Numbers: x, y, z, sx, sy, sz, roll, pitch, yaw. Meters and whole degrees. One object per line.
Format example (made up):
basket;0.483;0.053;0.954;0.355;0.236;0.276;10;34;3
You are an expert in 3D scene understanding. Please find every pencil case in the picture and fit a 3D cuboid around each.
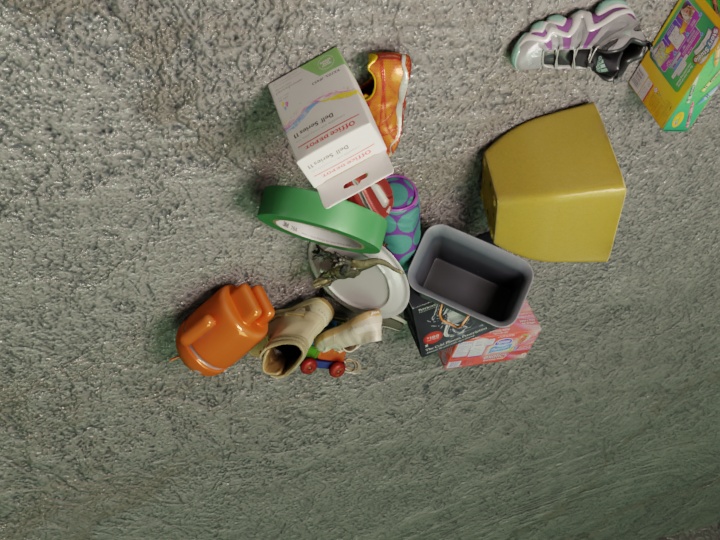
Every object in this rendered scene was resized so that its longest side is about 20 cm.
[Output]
pencil case;0.058;-0.069;1.629;0.085;0.092;0.201;-57;158;-31

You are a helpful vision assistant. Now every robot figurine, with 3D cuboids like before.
robot figurine;-0.239;0.105;1.666;0.199;0.144;0.117;-39;106;21

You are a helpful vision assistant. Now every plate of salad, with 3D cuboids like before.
plate of salad;0.000;0.000;1.643;0.048;0.199;0.201;-51;164;-38

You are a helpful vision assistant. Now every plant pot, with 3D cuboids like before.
plant pot;0.306;-0.135;1.602;0.197;0.197;0.195;-7;144;-1

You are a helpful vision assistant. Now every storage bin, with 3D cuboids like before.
storage bin;0.183;0.033;1.663;0.134;0.198;0.147;79;36;-75

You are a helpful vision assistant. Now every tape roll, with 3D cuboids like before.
tape roll;-0.058;-0.077;1.478;0.198;0.049;0.200;15;172;2

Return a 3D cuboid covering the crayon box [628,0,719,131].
crayon box;0.515;-0.332;1.506;0.058;0.120;0.201;-3;141;-25

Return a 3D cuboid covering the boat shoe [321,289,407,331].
boat shoe;0.003;0.083;1.794;0.200;0.072;0.061;22;95;-38

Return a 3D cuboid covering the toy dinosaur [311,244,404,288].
toy dinosaur;-0.026;-0.008;1.566;0.088;0.048;0.199;27;157;-37

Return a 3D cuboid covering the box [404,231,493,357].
box;0.181;0.049;1.832;0.198;0.105;0.183;-21;144;-3

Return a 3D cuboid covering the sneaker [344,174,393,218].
sneaker;-0.039;-0.159;1.465;0.115;0.078;0.201;-2;124;40

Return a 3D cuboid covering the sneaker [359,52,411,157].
sneaker;0.030;-0.244;1.417;0.076;0.074;0.201;6;139;1

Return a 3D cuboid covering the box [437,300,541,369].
box;0.256;0.125;1.981;0.198;0.095;0.103;-6;142;-23

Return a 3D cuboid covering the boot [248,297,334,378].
boot;-0.149;0.134;1.697;0.198;0.156;0.073;-24;110;30

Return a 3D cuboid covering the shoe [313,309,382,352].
shoe;-0.022;0.120;1.697;0.069;0.054;0.200;-16;172;-34

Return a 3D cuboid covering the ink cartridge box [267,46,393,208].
ink cartridge box;-0.041;-0.195;1.308;0.116;0.201;0.067;-28;145;7

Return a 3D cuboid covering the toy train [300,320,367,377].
toy train;-0.038;0.139;1.861;0.198;0.085;0.116;12;119;-39

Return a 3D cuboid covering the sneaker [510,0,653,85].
sneaker;0.331;-0.315;1.408;0.198;0.141;0.078;-23;145;0
